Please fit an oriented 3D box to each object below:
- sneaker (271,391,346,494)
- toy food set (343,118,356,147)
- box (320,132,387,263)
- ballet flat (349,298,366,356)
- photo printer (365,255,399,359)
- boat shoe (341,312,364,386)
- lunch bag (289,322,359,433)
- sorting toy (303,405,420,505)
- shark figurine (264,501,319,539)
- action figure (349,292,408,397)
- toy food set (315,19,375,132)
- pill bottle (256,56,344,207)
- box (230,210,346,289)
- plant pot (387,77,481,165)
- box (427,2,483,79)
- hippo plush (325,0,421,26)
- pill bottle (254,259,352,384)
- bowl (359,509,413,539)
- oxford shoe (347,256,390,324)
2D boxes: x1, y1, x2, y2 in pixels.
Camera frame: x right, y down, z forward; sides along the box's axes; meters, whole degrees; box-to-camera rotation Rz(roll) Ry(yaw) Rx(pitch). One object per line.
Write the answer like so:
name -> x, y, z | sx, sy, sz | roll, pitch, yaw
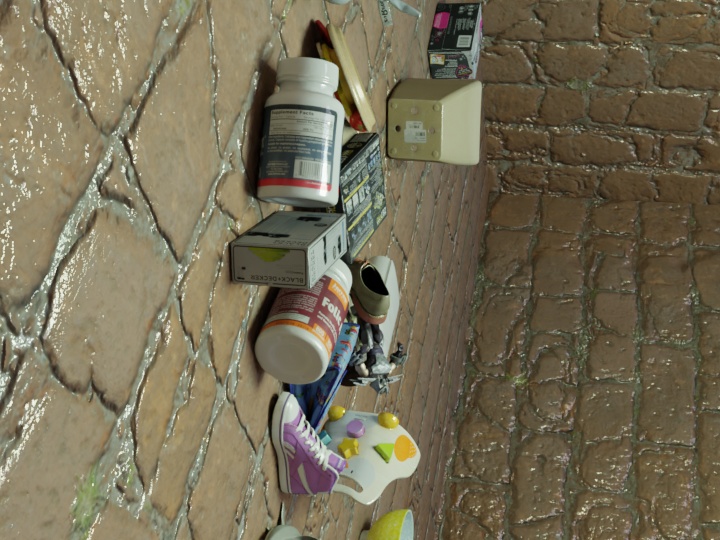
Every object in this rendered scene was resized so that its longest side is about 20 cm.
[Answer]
sneaker -> -0.079, 0.284, 1.528 | 0.073, 0.114, 0.201 | -64, 154, -53
toy food set -> -0.067, -0.198, 1.579 | 0.200, 0.060, 0.144 | 45, 52, -63
box -> -0.010, -0.126, 1.588 | 0.200, 0.049, 0.162 | -55, 141, -55
ballet flat -> -0.011, 0.089, 1.852 | 0.064, 0.067, 0.201 | -35, 128, -63
photo printer -> 0.032, 0.094, 2.016 | 0.167, 0.069, 0.201 | 80, 19, -44
boat shoe -> -0.029, 0.135, 1.775 | 0.075, 0.074, 0.203 | -81, 166, -45
lunch bag -> -0.076, 0.201, 1.616 | 0.151, 0.094, 0.201 | -64, 167, -60
sorting toy -> -0.016, 0.339, 1.641 | 0.180, 0.199, 0.107 | -61, 149, -52
shark figurine -> -0.111, 0.443, 1.502 | 0.214, 0.089, 0.129 | 48, 47, -74
action figure -> 0.024, 0.135, 1.711 | 0.130, 0.069, 0.201 | 7, 67, -51
toy food set -> -0.027, -0.326, 1.583 | 0.200, 0.048, 0.198 | -104, 171, -50
pill bottle -> -0.084, -0.198, 1.354 | 0.120, 0.119, 0.201 | 19, 76, -76
box -> -0.098, -0.033, 1.349 | 0.200, 0.116, 0.060 | -48, 140, -67
plant pot -> 0.160, -0.342, 2.193 | 0.177, 0.199, 0.201 | -29, 123, -61
box -> 0.275, -0.653, 2.665 | 0.115, 0.131, 0.201 | 71, 27, -54
hippo plush -> -0.028, -0.488, 1.536 | 0.160, 0.159, 0.201 | -26, 108, -39
pill bottle -> -0.081, 0.069, 1.449 | 0.200, 0.114, 0.115 | -70, 159, -48
bowl -> 0.053, 0.657, 2.189 | 0.200, 0.107, 0.201 | 4, 90, -77
oxford shoe -> 0.000, 0.000, 1.659 | 0.070, 0.200, 0.075 | -12, 141, -34
